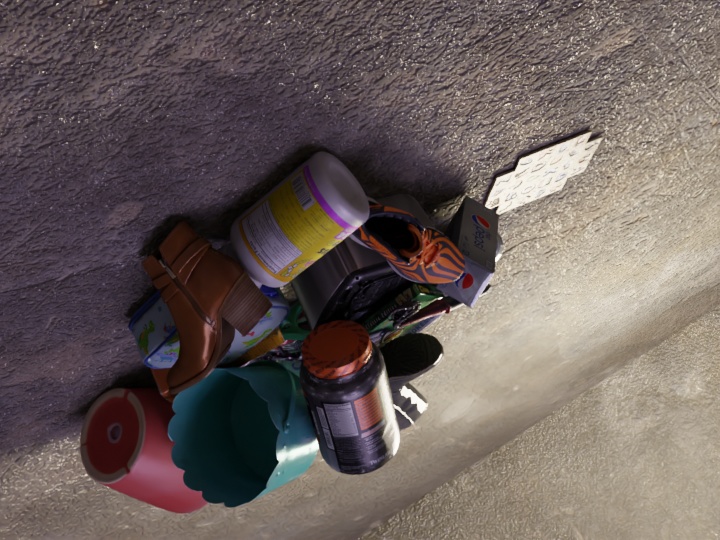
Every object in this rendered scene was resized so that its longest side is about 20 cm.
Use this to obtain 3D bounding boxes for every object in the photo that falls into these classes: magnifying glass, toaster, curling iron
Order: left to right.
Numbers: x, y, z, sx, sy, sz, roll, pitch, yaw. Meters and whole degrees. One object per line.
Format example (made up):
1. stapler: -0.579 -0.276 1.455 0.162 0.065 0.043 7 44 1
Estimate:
1. magnifying glass: -0.122 0.088 1.680 0.197 0.080 0.023 -20 136 3
2. toaster: 0.000 0.000 1.552 0.197 0.120 0.182 -16 155 -31
3. curling iron: 0.119 0.048 1.548 0.198 0.026 0.050 -13 157 -39

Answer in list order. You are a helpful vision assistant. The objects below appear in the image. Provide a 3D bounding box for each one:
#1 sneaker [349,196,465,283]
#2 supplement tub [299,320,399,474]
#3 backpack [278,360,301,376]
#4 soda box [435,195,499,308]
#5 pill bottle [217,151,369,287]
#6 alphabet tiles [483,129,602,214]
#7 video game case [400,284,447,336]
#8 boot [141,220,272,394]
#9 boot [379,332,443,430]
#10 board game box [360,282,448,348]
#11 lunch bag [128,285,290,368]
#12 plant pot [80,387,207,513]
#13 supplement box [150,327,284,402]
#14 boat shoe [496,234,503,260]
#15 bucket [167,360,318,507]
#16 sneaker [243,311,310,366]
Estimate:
1. sneaker: 0.069 -0.026 1.407 0.198 0.112 0.079 24 92 -26
2. supplement tub: -0.016 0.177 1.520 0.121 0.123 0.202 -22 128 -13
3. backpack: -0.042 0.182 1.825 0.197 0.179 0.152 -14 148 -21
4. soda box: 0.158 -0.030 1.589 0.069 0.063 0.201 -59 -174 27
5. pill bottle: -0.091 -0.050 1.352 0.199 0.105 0.104 -37 157 21
6. alphabet tiles: 0.287 -0.154 1.719 0.197 0.006 0.167 -22 157 -17
7. video game case: 0.098 0.036 1.717 0.182 0.022 0.201 -41 -162 27
8. boot: -0.219 0.048 1.341 0.200 0.155 0.077 -44 -174 34
9. boot: 0.070 0.182 1.685 0.179 0.074 0.200 -20 144 14
10. board game box: 0.032 0.085 1.589 0.199 0.024 0.104 -38 156 21
11. lunch bag: -0.202 0.061 1.491 0.160 0.083 0.198 -41 155 30
12. plant pot: -0.322 0.267 1.681 0.199 0.203 0.176 -36 147 20
13. supplement box: -0.215 0.120 1.628 0.198 0.067 0.069 -28 159 -1
14. boat shoe: 0.150 0.000 1.822 0.071 0.071 0.201 16 128 -47
15. bucket: -0.164 0.232 1.583 0.207 0.209 0.134 -39 163 27
16. sneaker: -0.117 0.118 1.732 0.198 0.075 0.081 -28 159 1
